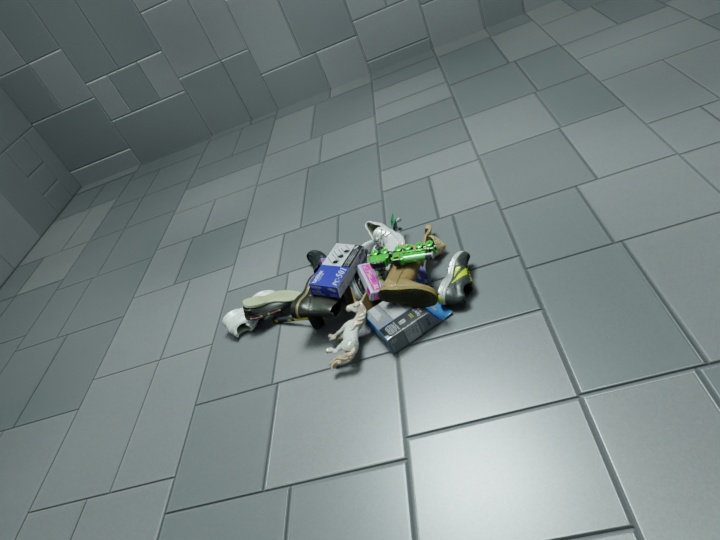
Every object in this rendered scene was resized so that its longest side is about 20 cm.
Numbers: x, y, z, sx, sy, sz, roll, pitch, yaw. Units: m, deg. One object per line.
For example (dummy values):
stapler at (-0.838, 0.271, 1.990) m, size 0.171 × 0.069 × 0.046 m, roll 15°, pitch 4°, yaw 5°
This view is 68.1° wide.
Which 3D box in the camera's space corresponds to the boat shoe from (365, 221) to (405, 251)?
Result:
boat shoe at (0.069, -0.104, 1.658) m, size 0.071 × 0.069 × 0.200 m, roll -63°, pitch 32°, yaw 9°

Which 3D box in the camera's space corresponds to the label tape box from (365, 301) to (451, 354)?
label tape box at (0.128, 0.119, 1.466) m, size 0.200 × 0.066 × 0.143 m, roll -34°, pitch 37°, yaw -9°

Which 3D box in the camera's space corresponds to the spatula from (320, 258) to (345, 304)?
spatula at (-0.076, 0.029, 1.653) m, size 0.056 × 0.021 × 0.200 m, roll -2°, pitch 49°, yaw -21°

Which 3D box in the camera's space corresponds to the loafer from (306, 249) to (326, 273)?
loafer at (-0.132, -0.012, 1.789) m, size 0.070 × 0.068 × 0.200 m, roll -32°, pitch 39°, yaw -21°

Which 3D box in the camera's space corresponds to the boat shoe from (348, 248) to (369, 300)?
boat shoe at (0.000, 0.000, 1.623) m, size 0.071 × 0.072 × 0.200 m, roll -21°, pitch 45°, yaw 15°

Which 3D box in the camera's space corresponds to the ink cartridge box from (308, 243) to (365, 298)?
ink cartridge box at (-0.065, -0.003, 1.563) m, size 0.094 × 0.044 × 0.200 m, roll 6°, pitch 41°, yaw 23°

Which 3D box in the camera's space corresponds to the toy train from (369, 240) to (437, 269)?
toy train at (0.117, -0.041, 1.481) m, size 0.200 × 0.042 × 0.056 m, roll -8°, pitch 47°, yaw 20°

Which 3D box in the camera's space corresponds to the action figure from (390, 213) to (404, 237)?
action figure at (0.120, -0.083, 1.712) m, size 0.055 × 0.118 × 0.200 m, roll -6°, pitch 47°, yaw 7°

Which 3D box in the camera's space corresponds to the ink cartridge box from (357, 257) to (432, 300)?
ink cartridge box at (0.103, 0.015, 1.558) m, size 0.200 × 0.042 × 0.119 m, roll -11°, pitch 48°, yaw -18°

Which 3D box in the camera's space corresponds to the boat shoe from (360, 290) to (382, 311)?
boat shoe at (0.048, 0.073, 1.582) m, size 0.200 × 0.072 × 0.065 m, roll -58°, pitch 6°, yaw -37°

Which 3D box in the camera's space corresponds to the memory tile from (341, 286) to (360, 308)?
memory tile at (-0.041, 0.037, 1.666) m, size 0.153 × 0.017 × 0.200 m, roll 0°, pitch 49°, yaw 11°

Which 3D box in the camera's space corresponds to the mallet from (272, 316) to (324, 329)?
mallet at (-0.192, 0.157, 1.648) m, size 0.200 × 0.066 × 0.041 m, roll -15°, pitch 24°, yaw 41°

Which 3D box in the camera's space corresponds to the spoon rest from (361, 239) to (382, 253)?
spoon rest at (0.060, -0.054, 1.710) m, size 0.061 × 0.099 × 0.200 m, roll -46°, pitch 29°, yaw 3°

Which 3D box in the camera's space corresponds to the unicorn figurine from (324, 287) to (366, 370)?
unicorn figurine at (-0.035, 0.172, 1.467) m, size 0.137 × 0.074 × 0.200 m, roll -35°, pitch 47°, yaw 31°

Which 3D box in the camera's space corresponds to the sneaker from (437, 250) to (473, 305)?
sneaker at (0.282, 0.028, 1.496) m, size 0.084 × 0.075 × 0.200 m, roll 14°, pitch 52°, yaw 22°

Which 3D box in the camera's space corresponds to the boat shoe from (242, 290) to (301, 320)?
boat shoe at (-0.276, 0.110, 1.703) m, size 0.201 × 0.063 × 0.074 m, roll -12°, pitch 27°, yaw -25°

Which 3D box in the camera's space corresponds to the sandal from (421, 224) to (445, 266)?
sandal at (0.230, -0.083, 1.653) m, size 0.069 × 0.078 × 0.212 m, roll 4°, pitch 32°, yaw 8°

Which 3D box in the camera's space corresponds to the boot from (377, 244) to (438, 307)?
boot at (0.151, 0.006, 1.482) m, size 0.175 × 0.066 × 0.200 m, roll 8°, pitch 43°, yaw 20°

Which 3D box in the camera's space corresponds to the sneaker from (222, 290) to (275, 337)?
sneaker at (-0.347, 0.144, 1.741) m, size 0.200 × 0.075 × 0.100 m, roll -36°, pitch 56°, yaw -15°

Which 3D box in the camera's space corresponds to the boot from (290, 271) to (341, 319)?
boot at (-0.099, 0.077, 1.563) m, size 0.138 × 0.078 × 0.200 m, roll 2°, pitch 39°, yaw 25°
